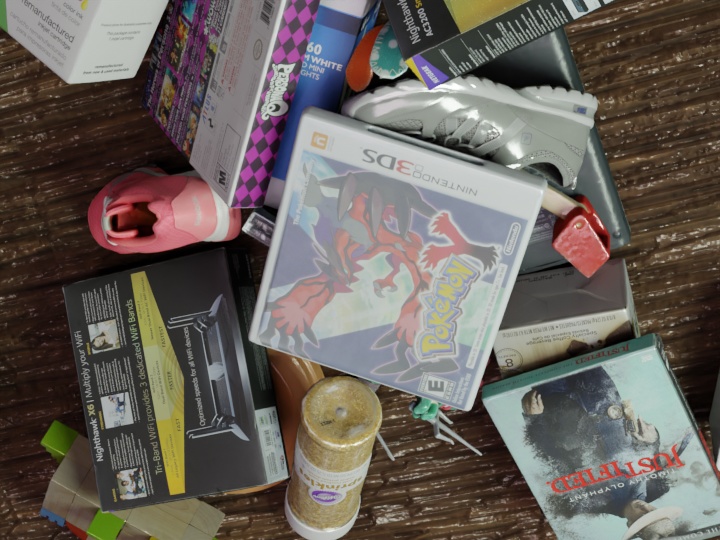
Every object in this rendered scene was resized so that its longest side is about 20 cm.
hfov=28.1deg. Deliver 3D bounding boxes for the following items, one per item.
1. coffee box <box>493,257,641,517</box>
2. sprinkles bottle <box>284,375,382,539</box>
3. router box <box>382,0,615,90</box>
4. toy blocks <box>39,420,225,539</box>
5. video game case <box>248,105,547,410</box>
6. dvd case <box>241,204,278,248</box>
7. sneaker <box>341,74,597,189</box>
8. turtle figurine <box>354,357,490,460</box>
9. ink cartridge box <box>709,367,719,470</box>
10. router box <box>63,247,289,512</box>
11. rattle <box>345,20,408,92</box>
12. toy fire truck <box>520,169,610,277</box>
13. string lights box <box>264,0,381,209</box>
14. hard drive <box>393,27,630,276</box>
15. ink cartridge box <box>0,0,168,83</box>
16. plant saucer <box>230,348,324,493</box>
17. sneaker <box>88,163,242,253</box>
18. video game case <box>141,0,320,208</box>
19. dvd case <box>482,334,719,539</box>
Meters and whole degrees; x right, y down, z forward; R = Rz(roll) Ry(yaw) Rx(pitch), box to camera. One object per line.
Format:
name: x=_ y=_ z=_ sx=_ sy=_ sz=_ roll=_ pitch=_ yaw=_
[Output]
coffee box: x=0.184 y=0.100 z=1.195 sx=0.113 sy=0.080 sz=0.200 roll=-11 pitch=121 yaw=14
sprinkles bottle: x=-0.026 y=0.165 z=1.236 sx=0.068 sy=0.068 sz=0.200 roll=16 pitch=146 yaw=3
router box: x=0.079 y=-0.245 z=0.983 sx=0.157 sy=0.052 sz=0.200 roll=-25 pitch=64 yaw=15
toy blocks: x=-0.215 y=0.231 z=1.327 sx=0.200 sy=0.100 sz=0.137 roll=29 pitch=148 yaw=-3
video game case: x=0.022 y=-0.005 z=1.063 sx=0.182 sy=0.023 sz=0.200 roll=18 pitch=120 yaw=4
dvd case: x=0.000 y=0.000 z=1.165 sx=0.200 sy=0.146 sz=0.022 roll=32 pitch=100 yaw=-4
sneaker: x=0.083 y=-0.099 z=1.063 sx=0.199 sy=0.075 sz=0.082 roll=3 pitch=90 yaw=-15
turtle figurine: x=0.025 y=0.078 z=1.224 sx=0.200 sy=0.101 sz=0.150 roll=43 pitch=155 yaw=-8
ink cartridge box: x=0.398 y=0.098 z=1.168 sx=0.199 sy=0.085 sz=0.145 roll=8 pitch=115 yaw=6
router box: x=-0.157 y=0.094 z=1.222 sx=0.157 sy=0.052 sz=0.201 roll=-12 pitch=86 yaw=18
rattle: x=0.055 y=-0.238 z=1.038 sx=0.200 sy=0.130 sz=0.143 roll=-25 pitch=121 yaw=-2
toy fire truck: x=0.085 y=-0.047 z=1.143 sx=0.200 sy=0.049 sz=0.141 roll=44 pitch=114 yaw=-9
string lights box: x=-0.034 y=-0.154 z=1.123 sx=0.059 sy=0.103 sz=0.200 roll=19 pitch=116 yaw=3
hard drive: x=0.122 y=-0.096 z=1.160 sx=0.139 sy=0.033 sz=0.200 roll=-16 pitch=111 yaw=17
ink cartridge box: x=-0.206 y=-0.266 z=1.089 sx=0.145 sy=0.084 sz=0.200 roll=39 pitch=117 yaw=19
plant saucer: x=-0.129 y=0.120 z=1.301 sx=0.200 sy=0.037 sz=0.201 roll=4 pitch=115 yaw=8
sneaker: x=-0.183 y=-0.049 z=1.170 sx=0.200 sy=0.087 sz=0.074 roll=-5 pitch=96 yaw=51
video game case: x=-0.101 y=-0.177 z=1.095 sx=0.036 sy=0.181 sz=0.200 roll=-1 pitch=121 yaw=-34
dvd case: x=0.203 y=0.151 z=1.155 sx=0.146 sy=0.022 sz=0.200 roll=-19 pitch=120 yaw=19
